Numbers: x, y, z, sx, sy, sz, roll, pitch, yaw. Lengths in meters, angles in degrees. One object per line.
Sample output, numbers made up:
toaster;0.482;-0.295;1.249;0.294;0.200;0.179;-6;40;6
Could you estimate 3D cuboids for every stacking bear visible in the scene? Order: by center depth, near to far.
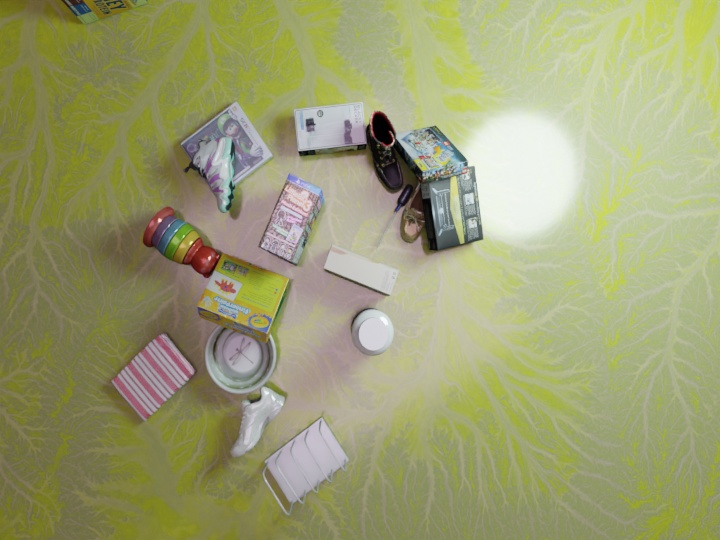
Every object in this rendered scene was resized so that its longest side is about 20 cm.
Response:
stacking bear;-0.471;-0.065;1.417;0.197;0.114;0.124;34;87;-5

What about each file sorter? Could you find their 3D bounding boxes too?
file sorter;-0.147;0.520;1.394;0.197;0.125;0.141;-35;89;-2

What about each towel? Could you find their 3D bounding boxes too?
towel;-0.564;0.291;1.439;0.199;0.030;0.147;-42;90;0

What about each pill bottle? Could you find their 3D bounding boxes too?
pill bottle;0.029;0.159;1.375;0.108;0.200;0.117;0;88;-2

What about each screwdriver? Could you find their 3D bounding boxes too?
screwdriver;0.090;-0.153;1.472;0.029;0.028;0.203;36;83;-29

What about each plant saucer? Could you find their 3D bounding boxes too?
plant saucer;-0.323;0.229;1.436;0.192;0.050;0.209;0;88;-1

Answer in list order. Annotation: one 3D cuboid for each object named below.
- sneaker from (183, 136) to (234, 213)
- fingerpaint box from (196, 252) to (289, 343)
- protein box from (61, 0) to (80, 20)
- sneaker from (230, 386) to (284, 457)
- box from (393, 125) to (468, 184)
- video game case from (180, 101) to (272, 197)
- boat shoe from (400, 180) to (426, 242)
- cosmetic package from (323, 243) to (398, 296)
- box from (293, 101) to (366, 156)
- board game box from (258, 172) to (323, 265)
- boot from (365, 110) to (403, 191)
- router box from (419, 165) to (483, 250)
sneaker;-0.411;-0.256;1.421;0.134;0.078;0.208;0;79;-1
fingerpaint box;-0.308;0.073;1.401;0.194;0.074;0.171;20;60;-2
protein box;-0.715;-0.822;1.420;0.192;0.135;0.207;-19;88;-3
sneaker;-0.295;0.399;1.415;0.099;0.078;0.202;39;78;-9
box;0.183;-0.312;1.404;0.132;0.039;0.203;-14;45;-13
video game case;-0.372;-0.335;1.469;0.198;0.023;0.184;-36;89;-3
boat shoe;0.162;-0.181;1.460;0.071;0.063;0.207;17;87;-1
cosmetic package;0.000;0.000;1.429;0.194;0.105;0.073;22;86;-2
box;-0.082;-0.392;1.462;0.192;0.060;0.122;-5;88;-2
board game box;-0.179;-0.130;1.400;0.094;0.159;0.206;23;86;-1
boot;0.067;-0.322;1.418;0.071;0.151;0.207;-18;88;-2
router box;0.248;-0.170;1.431;0.152;0.052;0.208;-12;98;-22
